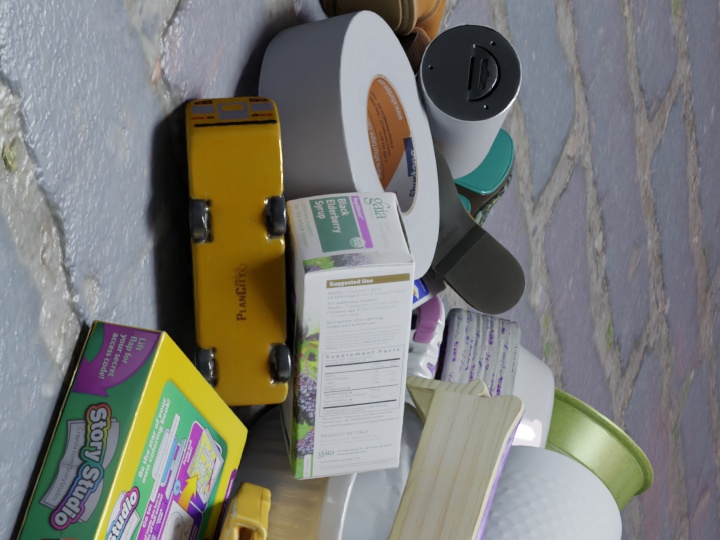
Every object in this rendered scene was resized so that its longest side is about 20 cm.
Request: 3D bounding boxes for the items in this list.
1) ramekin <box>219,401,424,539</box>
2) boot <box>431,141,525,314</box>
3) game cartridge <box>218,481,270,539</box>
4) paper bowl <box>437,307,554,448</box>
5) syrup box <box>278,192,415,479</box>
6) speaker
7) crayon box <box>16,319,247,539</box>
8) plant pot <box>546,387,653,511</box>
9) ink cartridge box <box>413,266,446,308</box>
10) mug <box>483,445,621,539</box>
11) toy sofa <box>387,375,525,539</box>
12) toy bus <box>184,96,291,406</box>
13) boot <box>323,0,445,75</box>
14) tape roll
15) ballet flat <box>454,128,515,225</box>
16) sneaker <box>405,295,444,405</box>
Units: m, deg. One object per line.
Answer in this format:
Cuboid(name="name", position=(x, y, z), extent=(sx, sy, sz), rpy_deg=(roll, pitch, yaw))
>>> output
Cuboid(name="ramekin", position=(-0.028, 0.191, 1.755), extent=(0.200, 0.105, 0.201), rpy_deg=(8, 90, -69))
Cuboid(name="boot", position=(0.052, -0.047, 1.849), extent=(0.074, 0.200, 0.075), rpy_deg=(-38, -175, -4))
Cuboid(name="game cartridge", position=(-0.098, 0.240, 1.570), extent=(0.200, 0.032, 0.177), rpy_deg=(-52, 159, -89))
Cuboid(name="paper bowl", position=(0.104, 0.140, 1.998), extent=(0.201, 0.104, 0.201), rpy_deg=(-166, -90, -89))
Cuboid(name="syrup box", position=(-0.012, 0.047, 1.607), extent=(0.079, 0.081, 0.200), rpy_deg=(-106, -166, -47))
Cuboid(name="speaker", position=(0.078, -0.133, 1.849), extent=(0.200, 0.081, 0.081), rpy_deg=(112, -9, -79))
Cuboid(name="crayon box", position=(-0.150, 0.159, 1.486), extent=(0.173, 0.058, 0.200), rpy_deg=(56, 46, -59))
Cuboid(name="plant pot", position=(0.141, 0.227, 2.143), extent=(0.190, 0.200, 0.200), rpy_deg=(-57, 151, -22))
Cuboid(name="ink cartridge box", position=(0.000, 0.000, 1.791), extent=(0.095, 0.037, 0.200), rpy_deg=(60, 23, 0))
Cuboid(name="mug", position=(0.116, 0.270, 1.844), extent=(0.175, 0.147, 0.200), rpy_deg=(-62, 162, -50))
Cuboid(name="toy sofa", position=(0.061, 0.184, 1.702), extent=(0.083, 0.097, 0.200), rpy_deg=(66, 37, -54))
Cuboid(name="toy bus", position=(-0.084, -0.011, 1.562), extent=(0.078, 0.065, 0.201), rpy_deg=(-107, -165, -66))
Cuboid(name="boot", position=(0.032, -0.246, 1.794), extent=(0.200, 0.074, 0.155), rpy_deg=(85, 24, -66))
Cuboid(name="tape roll", position=(-0.006, -0.086, 1.687), extent=(0.200, 0.066, 0.201), rpy_deg=(-9, 90, -71))
Cuboid(name="ballet flat", position=(0.079, -0.054, 2.025), extent=(0.200, 0.074, 0.074), rpy_deg=(-55, 146, -47))
Cuboid(name="sneaker", position=(0.025, 0.114, 1.915), extent=(0.089, 0.080, 0.201), rpy_deg=(78, 27, -65))
